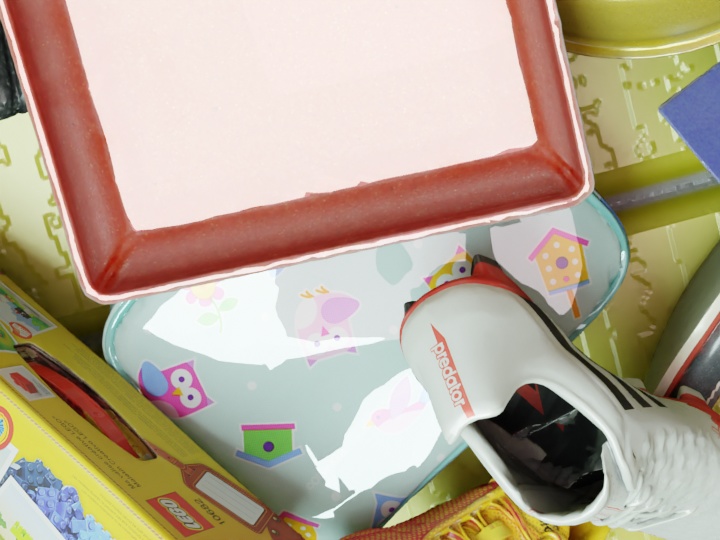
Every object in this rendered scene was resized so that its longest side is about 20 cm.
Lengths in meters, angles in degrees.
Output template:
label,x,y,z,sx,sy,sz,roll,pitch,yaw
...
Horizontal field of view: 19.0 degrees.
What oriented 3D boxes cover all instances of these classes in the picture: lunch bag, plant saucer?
label,x,y,z,sx,sy,sz,roll,pitch,yaw
lunch bag,0.000,0.000,0.879,0.160,0.077,0.200,43,98,-7
plant saucer,-0.030,-0.103,0.793,0.199,0.037,0.200,-12,107,9

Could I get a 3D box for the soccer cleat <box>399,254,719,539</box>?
label,x,y,z,sx,sy,sz,roll,pitch,yaw
soccer cleat,0.090,0.071,0.818,0.069,0.085,0.200,-36,129,23

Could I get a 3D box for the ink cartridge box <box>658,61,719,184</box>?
label,x,y,z,sx,sy,sz,roll,pitch,yaw
ink cartridge box,0.254,-0.053,0.825,0.200,0.047,0.198,-37,81,-16

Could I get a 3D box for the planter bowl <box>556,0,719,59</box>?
label,x,y,z,sx,sy,sz,roll,pitch,yaw
planter bowl,0.097,-0.185,0.799,0.200,0.083,0.201,-2,83,17

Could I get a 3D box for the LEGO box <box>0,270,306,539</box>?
label,x,y,z,sx,sy,sz,roll,pitch,yaw
LEGO box,-0.142,0.108,0.842,0.200,0.077,0.149,39,109,19

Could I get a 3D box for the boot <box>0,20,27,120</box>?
label,x,y,z,sx,sy,sz,roll,pitch,yaw
boot,-0.116,-0.151,0.842,0.211,0.079,0.158,-20,95,15

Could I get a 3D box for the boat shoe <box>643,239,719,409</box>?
label,x,y,z,sx,sy,sz,roll,pitch,yaw
boat shoe,0.186,-0.010,0.884,0.063,0.071,0.200,34,94,-6

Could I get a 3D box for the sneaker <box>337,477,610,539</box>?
label,x,y,z,sx,sy,sz,roll,pitch,yaw
sneaker,0.038,0.113,0.850,0.073,0.200,0.077,46,111,14
